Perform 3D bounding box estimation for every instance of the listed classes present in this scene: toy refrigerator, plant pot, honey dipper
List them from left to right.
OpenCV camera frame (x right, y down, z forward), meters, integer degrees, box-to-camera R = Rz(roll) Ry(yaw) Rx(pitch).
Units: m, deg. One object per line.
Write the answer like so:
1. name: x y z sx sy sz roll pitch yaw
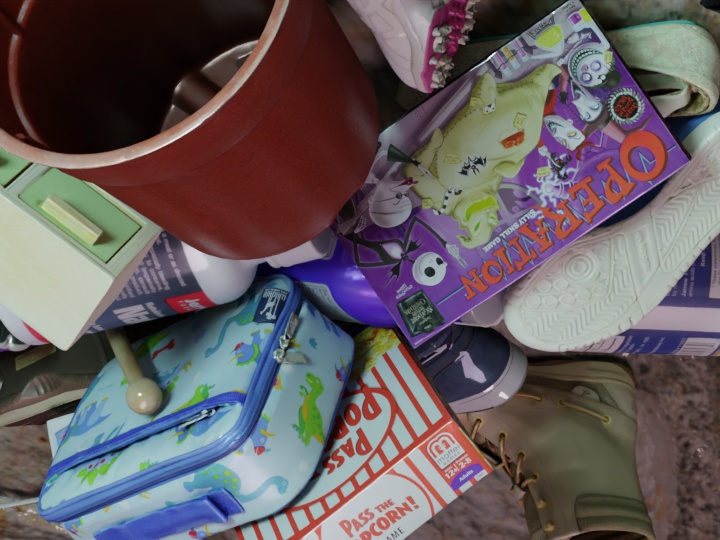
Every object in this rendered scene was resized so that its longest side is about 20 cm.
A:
1. toy refrigerator: -0.218 -0.051 1.265 0.200 0.076 0.070 38 122 0
2. honey dipper: -0.157 0.044 1.414 0.038 0.200 0.038 -7 115 -14
3. plant pot: -0.090 -0.108 1.202 0.200 0.201 0.195 -16 153 16

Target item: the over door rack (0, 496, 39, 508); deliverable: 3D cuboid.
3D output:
1. over door rack: -0.235 0.156 1.683 0.200 0.067 0.148 2 145 -10

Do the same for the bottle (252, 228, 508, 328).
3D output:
1. bottle: 0.000 0.000 1.406 0.200 0.065 0.084 7 165 36

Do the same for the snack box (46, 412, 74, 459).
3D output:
1. snack box: -0.117 0.113 1.514 0.200 0.072 0.024 -16 167 14

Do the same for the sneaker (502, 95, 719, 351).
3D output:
1. sneaker: 0.166 -0.034 1.372 0.200 0.111 0.077 -43 106 7

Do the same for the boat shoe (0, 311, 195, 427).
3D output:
1. boat shoe: -0.185 0.063 1.553 0.202 0.075 0.075 -17 153 32

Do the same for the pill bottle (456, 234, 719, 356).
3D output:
1. pill bottle: 0.160 -0.002 1.452 0.200 0.111 0.111 3 146 -11

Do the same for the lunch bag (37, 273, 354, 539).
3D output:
1. lunch bag: -0.104 0.099 1.386 0.200 0.161 0.082 -23 123 38

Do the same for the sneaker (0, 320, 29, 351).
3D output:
1. sneaker: -0.309 0.021 1.462 0.083 0.081 0.200 -26 142 38

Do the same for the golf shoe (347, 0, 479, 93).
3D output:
1. golf shoe: 0.015 -0.170 1.232 0.091 0.075 0.200 20 158 17

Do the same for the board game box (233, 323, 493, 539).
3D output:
1. board game box: -0.013 0.116 1.377 0.151 0.200 0.046 -39 113 1

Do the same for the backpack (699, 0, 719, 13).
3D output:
1. backpack: 0.195 -0.200 1.085 0.200 0.191 0.154 27 119 -39

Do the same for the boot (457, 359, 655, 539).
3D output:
1. boot: 0.113 0.146 1.630 0.200 0.156 0.073 -1 147 -6

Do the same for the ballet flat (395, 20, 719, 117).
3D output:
1. ballet flat: 0.119 -0.109 1.328 0.200 0.062 0.067 -9 146 7

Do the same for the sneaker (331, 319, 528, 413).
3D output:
1. sneaker: -0.004 0.055 1.556 0.202 0.077 0.146 -20 136 36

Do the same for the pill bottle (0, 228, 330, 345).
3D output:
1. pill bottle: -0.126 -0.030 1.364 0.200 0.120 0.120 -13 146 13

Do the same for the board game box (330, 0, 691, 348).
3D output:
1. board game box: 0.080 -0.058 1.303 0.200 0.032 0.120 -35 96 13
